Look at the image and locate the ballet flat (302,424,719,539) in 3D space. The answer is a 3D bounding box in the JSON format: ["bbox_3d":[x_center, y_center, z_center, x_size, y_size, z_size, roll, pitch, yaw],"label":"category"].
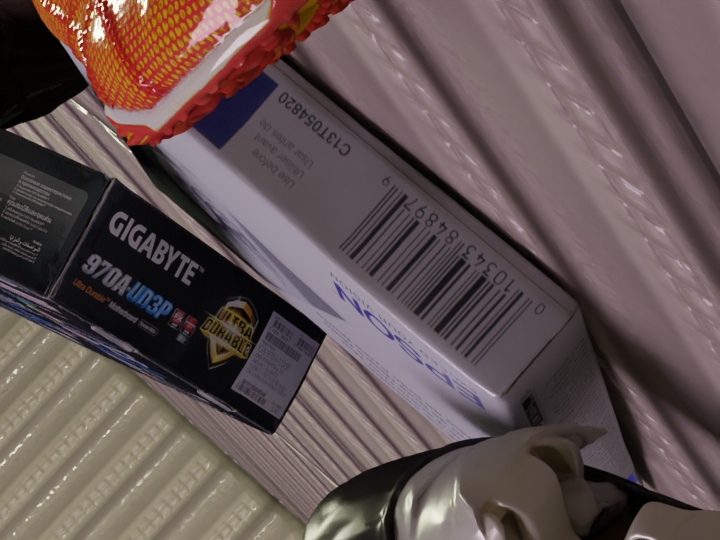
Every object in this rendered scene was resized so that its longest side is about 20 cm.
[{"bbox_3d":[0.069,0.077,0.714,0.199,0.068,0.069,13,145,25],"label":"ballet flat"}]

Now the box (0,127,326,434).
[{"bbox_3d":[-0.129,-0.017,0.917,0.199,0.046,0.159,23,172,31],"label":"box"}]

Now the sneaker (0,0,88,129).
[{"bbox_3d":[-0.125,-0.083,0.912,0.070,0.076,0.200,42,173,6],"label":"sneaker"}]

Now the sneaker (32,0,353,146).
[{"bbox_3d":[-0.046,-0.075,0.557,0.077,0.073,0.200,56,167,-16],"label":"sneaker"}]

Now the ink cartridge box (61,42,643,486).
[{"bbox_3d":[0.000,0.000,0.843,0.199,0.041,0.200,40,173,23],"label":"ink cartridge box"}]
